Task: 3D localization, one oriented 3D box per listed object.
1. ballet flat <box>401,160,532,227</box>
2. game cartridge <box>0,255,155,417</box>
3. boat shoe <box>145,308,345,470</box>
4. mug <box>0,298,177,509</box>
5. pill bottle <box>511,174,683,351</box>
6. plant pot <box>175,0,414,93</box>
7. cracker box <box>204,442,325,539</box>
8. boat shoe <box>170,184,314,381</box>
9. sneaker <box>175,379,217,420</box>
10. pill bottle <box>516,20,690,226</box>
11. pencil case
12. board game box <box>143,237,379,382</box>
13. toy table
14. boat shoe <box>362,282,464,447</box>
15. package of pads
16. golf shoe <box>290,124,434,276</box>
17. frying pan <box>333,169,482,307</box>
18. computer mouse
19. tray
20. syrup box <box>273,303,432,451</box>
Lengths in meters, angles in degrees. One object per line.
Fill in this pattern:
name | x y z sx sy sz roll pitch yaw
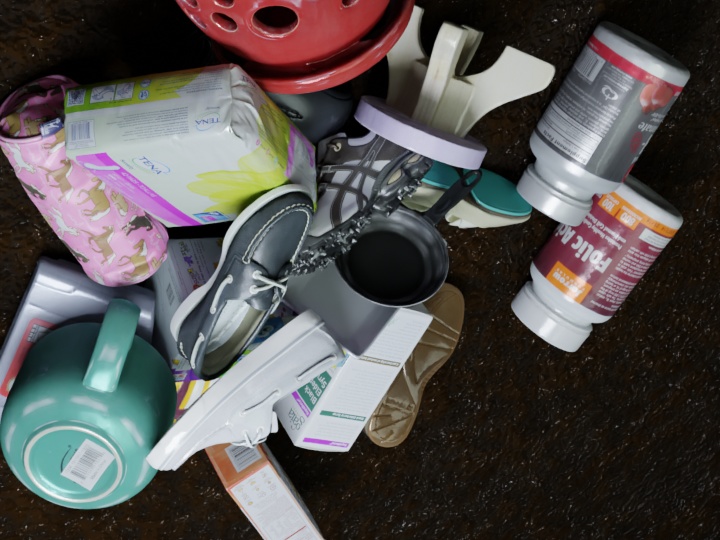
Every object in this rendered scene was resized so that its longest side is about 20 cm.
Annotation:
ballet flat | 0.096 -0.081 1.286 0.200 0.069 0.070 17 114 -38
game cartridge | -0.280 0.091 1.172 0.133 0.041 0.200 19 114 -22
boat shoe | -0.098 0.119 1.077 0.200 0.069 0.072 -40 178 -24
mug | -0.253 0.128 1.099 0.152 0.114 0.185 -10 120 8
pill bottle | 0.269 -0.012 1.404 0.114 0.114 0.200 19 113 -40
plant pot | -0.060 -0.251 0.951 0.200 0.200 0.183 -30 139 -7
cracker box | -0.113 0.235 1.351 0.058 0.134 0.200 -32 136 -7
boat shoe | -0.093 0.014 1.038 0.076 0.060 0.200 4 133 -39
sneaker | -0.160 0.102 1.257 0.200 0.075 0.090 -28 140 -11
pill bottle | 0.249 -0.151 1.282 0.111 0.111 0.200 12 118 -38
pencil case | -0.240 -0.073 1.063 0.083 0.086 0.200 -54 143 -28
board game box | -0.102 0.035 1.203 0.200 0.105 0.103 -3 143 -30
toy table | 0.074 -0.173 1.126 0.184 0.200 0.117 22 103 -6
boat shoe | 0.052 0.103 1.398 0.072 0.072 0.200 23 90 -23
package of pads | -0.131 -0.097 1.010 0.154 0.068 0.200 -6 163 17
golf shoe | -0.023 -0.072 1.139 0.200 0.094 0.078 -41 174 -37
frying pan | 0.040 -0.042 1.192 0.115 0.190 0.031 22 147 1
computer mouse | -0.098 -0.135 1.124 0.200 0.046 0.140 18 113 -40
tray | 0.000 0.000 1.196 0.200 0.107 0.022 -50 178 -43
syrup box | -0.014 0.100 1.343 0.081 0.079 0.200 15 116 -39
